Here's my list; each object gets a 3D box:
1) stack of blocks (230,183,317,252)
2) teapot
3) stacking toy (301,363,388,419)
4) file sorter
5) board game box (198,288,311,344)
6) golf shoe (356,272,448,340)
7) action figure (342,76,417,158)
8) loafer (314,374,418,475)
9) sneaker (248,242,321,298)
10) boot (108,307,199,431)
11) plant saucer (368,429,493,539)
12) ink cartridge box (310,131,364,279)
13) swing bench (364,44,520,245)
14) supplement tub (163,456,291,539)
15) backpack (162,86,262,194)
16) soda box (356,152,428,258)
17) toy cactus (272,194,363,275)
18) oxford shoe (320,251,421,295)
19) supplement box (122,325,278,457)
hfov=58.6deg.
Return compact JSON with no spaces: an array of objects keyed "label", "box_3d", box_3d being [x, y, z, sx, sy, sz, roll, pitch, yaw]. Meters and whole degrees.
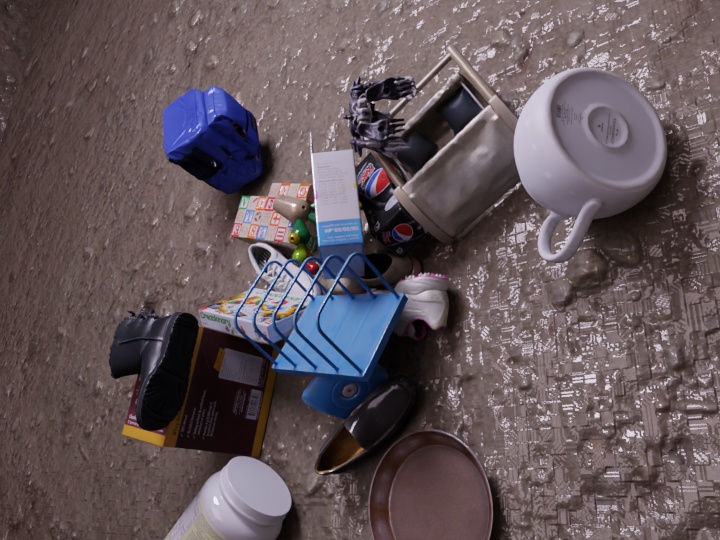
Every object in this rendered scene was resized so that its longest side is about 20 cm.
[{"label":"stack of blocks","box_3d":[-0.158,-0.105,1.246,0.199,0.058,0.116,8,78,44]},{"label":"teapot","box_3d":[0.270,-0.140,0.811,0.198,0.199,0.146,56,156,8]},{"label":"stacking toy","box_3d":[-0.047,0.133,1.036,0.110,0.116,0.200,-54,33,13]},{"label":"file sorter","box_3d":[-0.063,0.060,0.911,0.199,0.123,0.139,-4,48,45]},{"label":"board game box","box_3d":[-0.168,0.074,1.092,0.199,0.126,0.035,7,111,44]},{"label":"golf shoe","box_3d":[0.051,0.067,0.979,0.199,0.075,0.092,-21,75,43]},{"label":"action figure","box_3d":[0.029,-0.219,0.914,0.200,0.101,0.120,-124,37,-76]},{"label":"loafer","box_3d":[0.008,0.234,0.935,0.073,0.072,0.200,43,110,14]},{"label":"sneaker","box_3d":[-0.148,0.014,1.179,0.200,0.071,0.073,37,98,43]},{"label":"boot","box_3d":[-0.344,0.152,1.019,0.162,0.073,0.200,-7,61,36]},{"label":"plant saucer","box_3d":[0.096,0.318,0.861,0.199,0.034,0.202,-18,61,36]},{"label":"ink cartridge box","box_3d":[-0.036,-0.102,0.979,0.067,0.115,0.201,-6,65,-2]},{"label":"swing bench","box_3d":[0.136,-0.184,0.961,0.199,0.129,0.201,-42,49,20]},{"label":"supplement tub","box_3d":[-0.215,0.415,1.027,0.200,0.145,0.145,-53,47,12]},{"label":"backpack","box_3d":[-0.287,-0.261,1.330,0.167,0.200,0.163,-24,54,22]},{"label":"soda box","box_3d":[0.043,-0.113,1.025,0.063,0.071,0.201,-44,34,20]},{"label":"toy cactus","box_3d":[-0.081,-0.092,1.104,0.164,0.102,0.201,23,67,21]},{"label":"oxford shoe","box_3d":[0.000,0.000,1.048,0.199,0.074,0.071,-15,64,38]},{"label":"supplement box","box_3d":[-0.272,0.210,1.123,0.132,0.199,0.199,-2,72,42]}]
